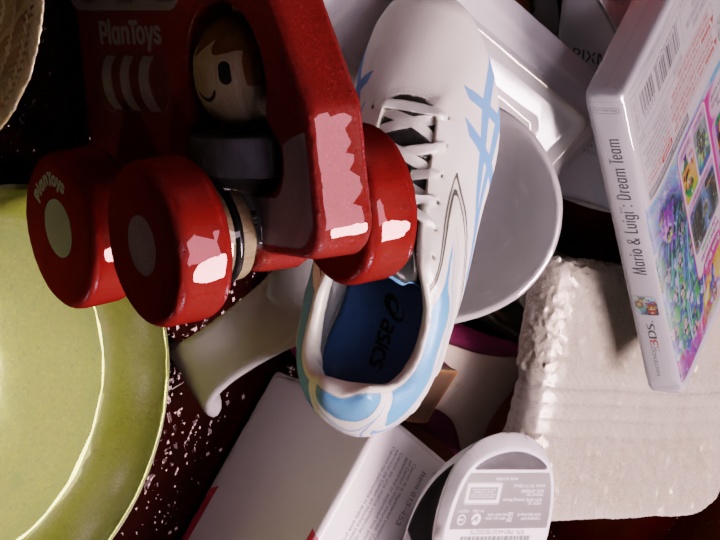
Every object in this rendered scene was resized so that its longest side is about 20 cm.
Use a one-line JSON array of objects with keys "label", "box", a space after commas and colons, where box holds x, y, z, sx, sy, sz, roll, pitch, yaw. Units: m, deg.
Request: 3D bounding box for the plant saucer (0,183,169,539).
[{"label": "plant saucer", "box": [-0.168, 0.059, 1.159, 0.199, 0.031, 0.201, -15, 112, -41]}]

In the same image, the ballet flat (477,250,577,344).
[{"label": "ballet flat", "box": [0.110, 0.023, 1.399, 0.200, 0.069, 0.070, 23, 86, -46]}]

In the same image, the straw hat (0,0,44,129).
[{"label": "straw hat", "box": [-0.206, -0.128, 1.014, 0.085, 0.200, 0.202, -73, 162, -69]}]

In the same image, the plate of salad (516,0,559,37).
[{"label": "plate of salad", "box": [0.030, -0.100, 1.282, 0.199, 0.048, 0.201, -9, 103, -39]}]

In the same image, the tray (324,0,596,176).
[{"label": "tray", "box": [0.029, -0.089, 1.229, 0.200, 0.022, 0.107, 36, 101, -33]}]

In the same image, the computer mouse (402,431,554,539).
[{"label": "computer mouse", "box": [0.043, 0.168, 1.275, 0.109, 0.044, 0.201, 5, 103, -37]}]

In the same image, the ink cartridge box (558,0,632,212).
[{"label": "ink cartridge box", "box": [0.147, -0.152, 1.329, 0.160, 0.047, 0.201, -48, 149, -52]}]

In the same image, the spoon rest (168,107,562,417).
[{"label": "spoon rest", "box": [0.000, 0.000, 1.214, 0.199, 0.100, 0.061, -34, 176, 7]}]

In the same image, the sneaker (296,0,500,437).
[{"label": "sneaker", "box": [0.018, -0.027, 1.161, 0.072, 0.071, 0.201, 77, 24, -80]}]

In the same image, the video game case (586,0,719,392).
[{"label": "video game case", "box": [0.164, -0.073, 1.321, 0.200, 0.024, 0.183, -61, 145, -43]}]

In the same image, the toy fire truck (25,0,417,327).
[{"label": "toy fire truck", "box": [-0.064, -0.073, 1.086, 0.112, 0.200, 0.169, -12, 100, -29]}]

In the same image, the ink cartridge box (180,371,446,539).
[{"label": "ink cartridge box", "box": [0.005, 0.166, 1.326, 0.200, 0.084, 0.145, 42, 73, -43]}]

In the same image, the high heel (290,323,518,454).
[{"label": "high heel", "box": [0.026, 0.040, 1.346, 0.068, 0.096, 0.200, -54, 157, 3]}]

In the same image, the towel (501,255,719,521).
[{"label": "towel", "box": [0.135, 0.060, 1.366, 0.199, 0.034, 0.133, 6, 95, -52]}]
